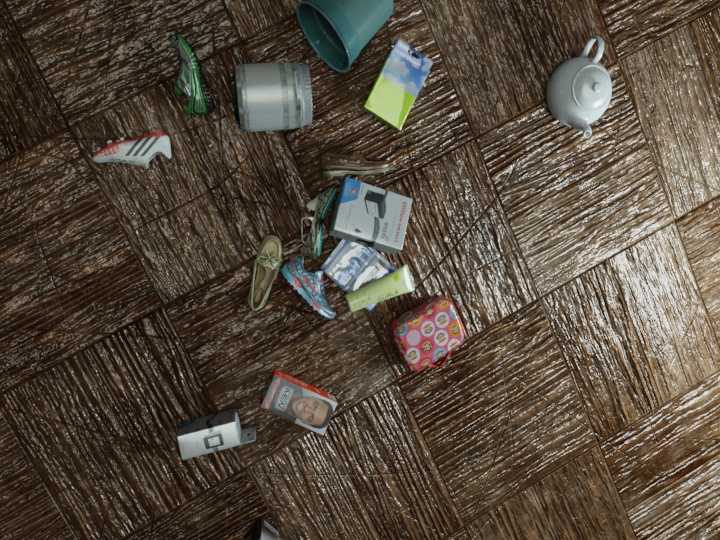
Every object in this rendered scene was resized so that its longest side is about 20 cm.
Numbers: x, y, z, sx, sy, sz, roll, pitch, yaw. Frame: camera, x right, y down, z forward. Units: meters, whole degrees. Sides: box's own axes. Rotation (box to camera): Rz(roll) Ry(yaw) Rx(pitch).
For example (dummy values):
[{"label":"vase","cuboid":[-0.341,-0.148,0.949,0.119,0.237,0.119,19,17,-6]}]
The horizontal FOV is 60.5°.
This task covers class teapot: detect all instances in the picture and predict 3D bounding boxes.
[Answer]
[{"label":"teapot","cuboid":[0.622,-0.504,1.713,0.196,0.146,0.202,-38,100,-4]}]

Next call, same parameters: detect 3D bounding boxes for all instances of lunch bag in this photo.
[{"label":"lunch bag","cuboid":[0.197,0.186,1.748,0.196,0.082,0.180,-28,101,-6]}]

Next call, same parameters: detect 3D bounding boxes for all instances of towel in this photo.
[{"label":"towel","cuboid":[0.000,0.000,1.723,0.199,0.024,0.148,42,89,-12]}]

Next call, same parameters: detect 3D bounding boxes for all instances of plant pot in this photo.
[{"label":"plant pot","cuboid":[-0.029,-0.651,1.568,0.196,0.200,0.201,-44,101,-10]}]

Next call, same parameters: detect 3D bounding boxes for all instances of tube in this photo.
[{"label":"tube","cuboid":[0.053,0.055,1.708,0.195,0.059,0.053,-22,56,-10]}]

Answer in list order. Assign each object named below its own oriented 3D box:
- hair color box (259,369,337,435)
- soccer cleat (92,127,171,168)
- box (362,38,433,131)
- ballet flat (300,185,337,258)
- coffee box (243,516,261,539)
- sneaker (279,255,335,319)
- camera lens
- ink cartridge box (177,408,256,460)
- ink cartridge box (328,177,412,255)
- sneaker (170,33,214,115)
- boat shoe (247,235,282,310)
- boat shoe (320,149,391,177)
[{"label":"hair color box","cuboid":[-0.172,0.365,1.715,0.195,0.061,0.104,25,91,-12]},{"label":"soccer cleat","cuboid":[-0.577,-0.295,1.568,0.194,0.069,0.088,-20,95,-12]},{"label":"box","cuboid":[0.100,-0.500,1.671,0.119,0.048,0.204,27,91,-12]},{"label":"ballet flat","cuboid":[-0.123,-0.138,1.670,0.073,0.068,0.206,16,96,5]},{"label":"coffee box","cuboid":[-0.232,0.805,1.728,0.080,0.114,0.200,-46,100,-1]},{"label":"sneaker","cuboid":[-0.125,0.045,1.679,0.095,0.079,0.200,-44,102,-4]},{"label":"camera lens","cuboid":[-0.225,-0.440,1.564,0.193,0.160,0.166,-6,97,-9]},{"label":"ink cartridge box","cuboid":[-0.383,0.431,1.659,0.193,0.116,0.069,-13,97,-9]},{"label":"ink cartridge box","cuboid":[0.028,-0.145,1.668,0.194,0.084,0.150,16,80,-11]},{"label":"sneaker","cuboid":[-0.440,-0.494,1.563,0.083,0.078,0.206,-19,100,-6]},{"label":"boat shoe","cuboid":[-0.254,0.008,1.659,0.071,0.063,0.207,12,94,-10]},{"label":"boat shoe","cuboid":[-0.012,-0.292,1.663,0.193,0.072,0.071,-6,99,-9]}]
